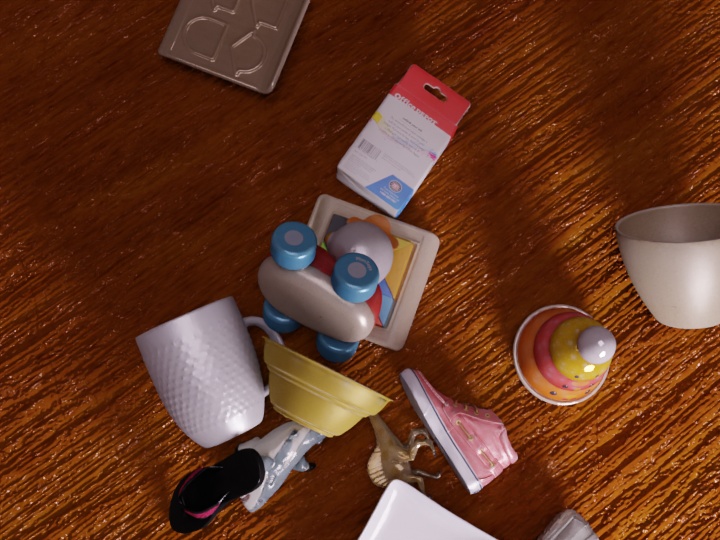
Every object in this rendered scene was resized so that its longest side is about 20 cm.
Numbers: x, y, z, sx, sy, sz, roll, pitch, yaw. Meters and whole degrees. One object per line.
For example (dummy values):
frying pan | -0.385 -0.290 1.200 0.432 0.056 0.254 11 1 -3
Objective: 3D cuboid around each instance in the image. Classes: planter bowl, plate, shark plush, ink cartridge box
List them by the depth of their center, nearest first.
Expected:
planter bowl | -0.061 0.169 1.124 0.199 0.200 0.084 26 83 3
plate | 0.078 0.419 1.151 0.198 0.032 0.201 31 90 -2
shark plush | -0.096 0.258 1.193 0.199 0.091 0.084 -36 107 -22
ink cartridge box | 0.065 -0.195 1.255 0.116 0.067 0.201 35 81 4

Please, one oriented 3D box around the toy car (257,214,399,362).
toy car | -0.028 -0.014 1.164 0.175 0.185 0.201 27 52 9

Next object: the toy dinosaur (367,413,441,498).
toy dinosaur | 0.054 0.261 1.182 0.100 0.058 0.202 -17 81 -3

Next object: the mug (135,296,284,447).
mug | -0.191 0.137 1.165 0.199 0.147 0.177 -23 89 -35

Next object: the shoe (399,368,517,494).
shoe | 0.141 0.211 1.189 0.090 0.071 0.201 -32 88 -8

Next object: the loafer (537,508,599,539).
loafer | 0.251 0.424 1.152 0.070 0.070 0.200 42 81 14

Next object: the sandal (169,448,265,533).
sandal | -0.208 0.299 1.127 0.199 0.045 0.076 -38 68 31

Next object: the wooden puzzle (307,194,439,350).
wooden puzzle | 0.000 0.000 1.235 0.198 0.037 0.187 20 80 2

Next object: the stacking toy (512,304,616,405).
stacking toy | 0.297 0.109 1.141 0.144 0.200 0.148 0 80 -1

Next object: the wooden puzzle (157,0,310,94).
wooden puzzle | -0.193 -0.383 1.295 0.198 0.046 0.187 20 80 7

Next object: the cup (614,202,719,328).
cup | 0.471 -0.002 1.185 0.198 0.200 0.145 -10 106 -3
